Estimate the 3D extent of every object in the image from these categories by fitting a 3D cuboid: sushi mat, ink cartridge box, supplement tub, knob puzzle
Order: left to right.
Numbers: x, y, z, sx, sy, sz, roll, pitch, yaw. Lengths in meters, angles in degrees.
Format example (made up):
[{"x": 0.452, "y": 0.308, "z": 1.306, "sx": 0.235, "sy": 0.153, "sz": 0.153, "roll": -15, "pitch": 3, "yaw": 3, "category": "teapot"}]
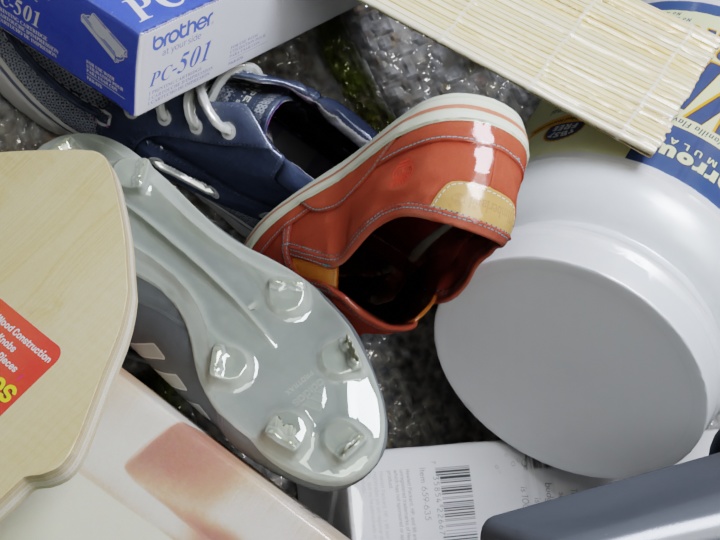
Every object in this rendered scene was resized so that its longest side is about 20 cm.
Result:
[{"x": -0.165, "y": 0.032, "z": 0.701, "sx": 0.220, "sy": 0.220, "sz": 0.030, "roll": -56, "pitch": 144, "yaw": -22, "category": "knob puzzle"}, {"x": -0.057, "y": -0.140, "z": 0.792, "sx": 0.094, "sy": 0.044, "sz": 0.200, "roll": 34, "pitch": 46, "yaw": 25, "category": "ink cartridge box"}, {"x": 0.051, "y": -0.120, "z": 0.765, "sx": 0.200, "sy": 0.012, "sz": 0.096, "roll": 29, "pitch": 46, "yaw": 6, "category": "sushi mat"}, {"x": 0.078, "y": 0.136, "z": 0.829, "sx": 0.200, "sy": 0.067, "sz": 0.116, "roll": -1, "pitch": 79, "yaw": -23, "category": "ink cartridge box"}, {"x": 0.129, "y": -0.019, "z": 0.814, "sx": 0.145, "sy": 0.145, "sz": 0.200, "roll": 44, "pitch": 48, "yaw": -9, "category": "supplement tub"}]

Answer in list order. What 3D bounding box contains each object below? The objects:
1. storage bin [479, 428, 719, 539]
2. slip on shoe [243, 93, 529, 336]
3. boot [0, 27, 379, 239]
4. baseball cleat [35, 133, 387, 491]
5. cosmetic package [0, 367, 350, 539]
[{"x": 0.130, "y": 0.164, "z": 0.674, "sx": 0.134, "sy": 0.146, "sz": 0.200, "roll": -9, "pitch": 92, "yaw": -17, "category": "storage bin"}, {"x": 0.000, "y": 0.000, "z": 0.752, "sx": 0.074, "sy": 0.200, "sz": 0.061, "roll": 20, "pitch": 55, "yaw": -25, "category": "slip on shoe"}, {"x": -0.074, "y": -0.078, "z": 0.795, "sx": 0.200, "sy": 0.090, "sz": 0.073, "roll": 30, "pitch": 69, "yaw": -15, "category": "boot"}, {"x": -0.063, "y": 0.024, "z": 0.758, "sx": 0.070, "sy": 0.106, "sz": 0.200, "roll": -36, "pitch": 69, "yaw": -20, "category": "baseball cleat"}, {"x": -0.053, "y": 0.123, "z": 0.715, "sx": 0.200, "sy": 0.103, "sz": 0.087, "roll": 37, "pitch": 83, "yaw": 8, "category": "cosmetic package"}]
